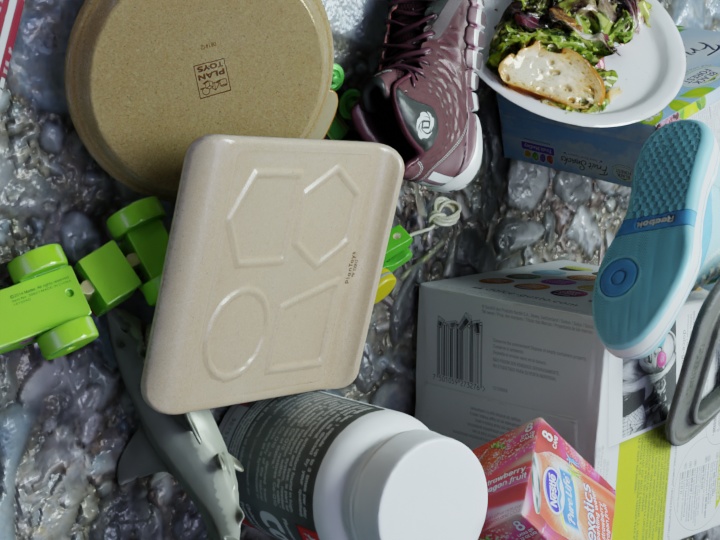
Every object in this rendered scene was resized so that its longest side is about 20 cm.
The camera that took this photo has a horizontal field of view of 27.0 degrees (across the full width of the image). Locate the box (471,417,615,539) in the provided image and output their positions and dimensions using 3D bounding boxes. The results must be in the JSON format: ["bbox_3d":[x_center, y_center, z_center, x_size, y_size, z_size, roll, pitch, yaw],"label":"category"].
[{"bbox_3d":[0.081,0.206,1.109,0.095,0.200,0.100,44,37,-19],"label":"box"}]

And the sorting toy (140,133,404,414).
[{"bbox_3d":[-0.060,-0.001,1.026,0.199,0.036,0.186,-2,108,-50],"label":"sorting toy"}]

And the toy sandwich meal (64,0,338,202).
[{"bbox_3d":[-0.105,-0.136,1.010,0.204,0.070,0.207,-10,116,-20],"label":"toy sandwich meal"}]

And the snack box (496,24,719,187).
[{"bbox_3d":[0.244,-0.144,1.272,0.199,0.168,0.068,-31,124,-34],"label":"snack box"}]

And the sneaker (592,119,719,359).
[{"bbox_3d":[0.247,0.001,1.123,0.131,0.079,0.201,44,59,-37],"label":"sneaker"}]

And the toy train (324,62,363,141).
[{"bbox_3d":[-0.030,-0.121,1.114,0.056,0.042,0.200,-49,128,-11],"label":"toy train"}]

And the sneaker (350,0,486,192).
[{"bbox_3d":[0.038,-0.160,1.110,0.115,0.075,0.202,-2,84,-55],"label":"sneaker"}]

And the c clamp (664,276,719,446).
[{"bbox_3d":[0.294,0.040,1.146,0.170,0.027,0.201,-27,138,-44],"label":"c clamp"}]

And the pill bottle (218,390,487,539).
[{"bbox_3d":[-0.011,0.150,1.071,0.113,0.199,0.115,-5,98,-36],"label":"pill bottle"}]

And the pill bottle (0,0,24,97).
[{"bbox_3d":[-0.257,-0.121,0.850,0.113,0.113,0.201,15,88,-43],"label":"pill bottle"}]

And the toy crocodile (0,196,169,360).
[{"bbox_3d":[-0.173,0.008,0.990,0.199,0.062,0.068,-27,85,-28],"label":"toy crocodile"}]

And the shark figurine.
[{"bbox_3d":[-0.129,0.141,1.035,0.089,0.215,0.128,-28,156,10],"label":"shark figurine"}]

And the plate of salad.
[{"bbox_3d":[0.167,-0.195,1.189,0.200,0.200,0.048,-35,157,-33],"label":"plate of salad"}]

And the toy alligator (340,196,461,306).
[{"bbox_3d":[0.000,0.000,1.160,0.199,0.059,0.054,-27,157,-36],"label":"toy alligator"}]

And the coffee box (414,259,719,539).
[{"bbox_3d":[0.180,0.110,1.247,0.197,0.199,0.202,-8,103,-42],"label":"coffee box"}]
